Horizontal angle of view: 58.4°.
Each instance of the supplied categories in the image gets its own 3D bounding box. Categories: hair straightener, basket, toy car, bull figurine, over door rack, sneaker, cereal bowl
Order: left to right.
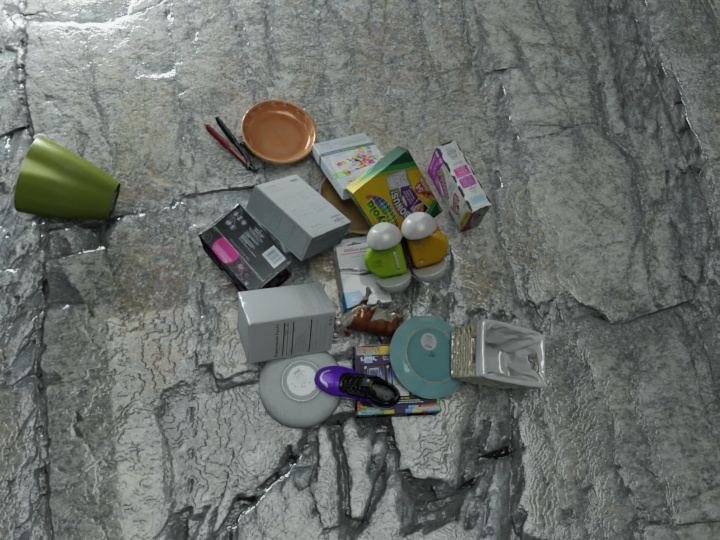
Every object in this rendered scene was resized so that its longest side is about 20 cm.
[{"bbox_3d":[-0.316,-0.337,1.700,0.200,0.041,0.077,43,73,9],"label":"hair straightener"},{"bbox_3d":[-0.136,0.263,1.493,0.199,0.083,0.201,2,72,-5],"label":"cereal bowl"},{"bbox_3d":[-0.001,0.253,1.432,0.199,0.100,0.070,17,71,-8],"label":"sneaker"},{"bbox_3d":[0.026,0.108,1.520,0.200,0.122,0.065,13,38,-38],"label":"bull figurine"},{"bbox_3d":[0.103,-0.058,1.529,0.199,0.175,0.150,-17,33,2],"label":"toy car"},{"bbox_3d":[0.179,-0.019,1.619,0.200,0.067,0.148,33,70,28],"label":"over door rack"},{"bbox_3d":[0.318,0.203,1.503,0.199,0.123,0.136,15,68,-29],"label":"basket"}]

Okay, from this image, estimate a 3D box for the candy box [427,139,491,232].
[{"bbox_3d":[0.252,-0.216,1.665,0.061,0.136,0.200,-24,75,-11],"label":"candy box"}]

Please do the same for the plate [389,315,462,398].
[{"bbox_3d":[0.165,0.200,1.513,0.199,0.026,0.201,6,69,-16],"label":"plate"}]

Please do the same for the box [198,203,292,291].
[{"bbox_3d":[-0.275,-0.036,1.564,0.132,0.115,0.200,-40,81,-18],"label":"box"}]

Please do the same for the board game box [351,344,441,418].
[{"bbox_3d":[0.082,0.261,1.529,0.199,0.057,0.166,-1,69,-6],"label":"board game box"}]

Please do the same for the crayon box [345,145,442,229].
[{"bbox_3d":[0.085,-0.174,1.595,0.172,0.058,0.200,-40,122,-7],"label":"crayon box"}]

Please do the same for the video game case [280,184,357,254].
[{"bbox_3d":[-0.124,-0.136,1.663,0.199,0.018,0.144,-19,74,-12],"label":"video game case"}]

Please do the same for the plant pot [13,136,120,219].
[{"bbox_3d":[-0.696,-0.200,1.560,0.199,0.187,0.188,18,70,-15],"label":"plant pot"}]

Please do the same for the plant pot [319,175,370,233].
[{"bbox_3d":[-0.010,-0.181,1.671,0.199,0.027,0.201,6,67,-14],"label":"plant pot"}]

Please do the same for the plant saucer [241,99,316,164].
[{"bbox_3d":[-0.216,-0.362,1.708,0.199,0.037,0.201,6,65,-12],"label":"plant saucer"}]

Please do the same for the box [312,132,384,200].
[{"bbox_3d":[-0.016,-0.272,1.657,0.155,0.041,0.200,-17,51,-19],"label":"box"}]

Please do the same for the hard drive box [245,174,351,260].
[{"bbox_3d":[-0.149,-0.133,1.560,0.200,0.077,0.156,43,37,17],"label":"hard drive box"}]

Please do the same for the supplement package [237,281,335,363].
[{"bbox_3d":[-0.173,0.117,1.479,0.199,0.120,0.121,-6,37,-20],"label":"supplement package"}]

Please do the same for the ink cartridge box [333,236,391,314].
[{"bbox_3d":[0.000,0.000,1.603,0.115,0.067,0.201,-9,72,-8],"label":"ink cartridge box"}]
